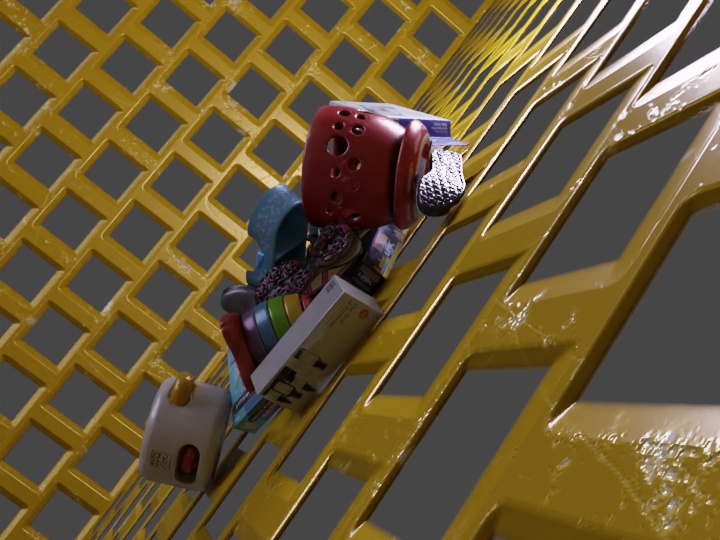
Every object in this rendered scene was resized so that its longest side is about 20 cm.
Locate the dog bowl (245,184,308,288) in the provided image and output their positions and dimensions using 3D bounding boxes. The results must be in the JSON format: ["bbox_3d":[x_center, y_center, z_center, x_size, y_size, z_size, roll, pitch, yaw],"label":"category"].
[{"bbox_3d":[-0.134,-0.044,1.416,0.111,0.049,0.201,-40,-31,-43],"label":"dog bowl"}]

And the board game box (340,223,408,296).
[{"bbox_3d":[0.000,0.000,1.501,0.165,0.057,0.200,-48,8,32],"label":"board game box"}]

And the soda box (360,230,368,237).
[{"bbox_3d":[0.048,-0.138,1.816,0.200,0.068,0.064,-51,8,8],"label":"soda box"}]

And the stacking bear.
[{"bbox_3d":[-0.096,0.084,1.302,0.199,0.122,0.114,-21,14,2],"label":"stacking bear"}]

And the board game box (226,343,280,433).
[{"bbox_3d":[-0.172,0.156,1.491,0.151,0.047,0.201,-47,37,31],"label":"board game box"}]

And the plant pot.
[{"bbox_3d":[0.014,-0.159,1.398,0.200,0.181,0.202,10,-90,-77],"label":"plant pot"}]

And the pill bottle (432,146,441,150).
[{"bbox_3d":[0.076,-0.178,1.670,0.112,0.112,0.200,-42,12,53],"label":"pill bottle"}]

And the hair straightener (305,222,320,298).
[{"bbox_3d":[-0.085,-0.038,1.503,0.077,0.041,0.201,38,-121,-59],"label":"hair straightener"}]

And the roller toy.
[{"bbox_3d":[-0.311,0.284,1.503,0.200,0.139,0.183,113,170,-68],"label":"roller toy"}]

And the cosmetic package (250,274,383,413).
[{"bbox_3d":[-0.063,0.109,1.232,0.200,0.082,0.051,-51,37,13],"label":"cosmetic package"}]

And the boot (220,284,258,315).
[{"bbox_3d":[-0.163,0.103,1.401,0.070,0.199,0.132,75,-147,-50],"label":"boot"}]

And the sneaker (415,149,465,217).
[{"bbox_3d":[0.127,-0.116,1.339,0.200,0.071,0.083,-65,-13,-56],"label":"sneaker"}]

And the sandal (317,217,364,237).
[{"bbox_3d":[-0.023,-0.074,1.519,0.057,0.080,0.201,-3,25,26],"label":"sandal"}]

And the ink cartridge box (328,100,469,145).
[{"bbox_3d":[0.073,-0.273,1.586,0.199,0.199,0.041,-10,-63,-50],"label":"ink cartridge box"}]

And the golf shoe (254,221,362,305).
[{"bbox_3d":[-0.079,0.010,1.385,0.200,0.073,0.092,-36,-32,5],"label":"golf shoe"}]

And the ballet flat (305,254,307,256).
[{"bbox_3d":[-0.100,0.058,1.543,0.067,0.068,0.201,-43,35,32],"label":"ballet flat"}]
